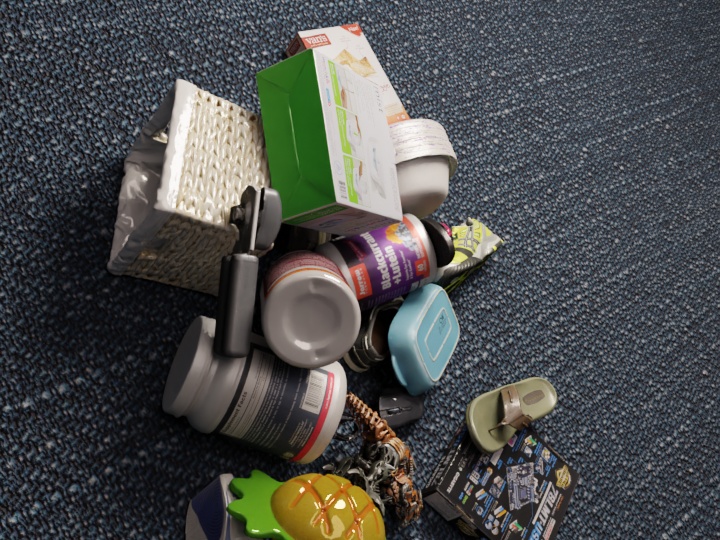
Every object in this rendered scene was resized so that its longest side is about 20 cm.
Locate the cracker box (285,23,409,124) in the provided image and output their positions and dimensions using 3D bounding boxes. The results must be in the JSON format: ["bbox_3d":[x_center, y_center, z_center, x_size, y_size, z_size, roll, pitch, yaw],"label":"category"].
[{"bbox_3d":[-0.021,-0.309,1.386,0.133,0.058,0.201,-21,78,-37],"label":"cracker box"}]

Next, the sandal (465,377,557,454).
[{"bbox_3d":[0.228,0.201,1.226,0.200,0.057,0.080,-23,78,-39],"label":"sandal"}]

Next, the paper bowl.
[{"bbox_3d":[0.052,-0.132,1.250,0.200,0.201,0.105,-10,72,-34],"label":"paper bowl"}]

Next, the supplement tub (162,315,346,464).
[{"bbox_3d":[-0.131,0.149,1.038,0.199,0.140,0.141,23,56,-20],"label":"supplement tub"}]

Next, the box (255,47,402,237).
[{"bbox_3d":[-0.035,-0.159,1.084,0.176,0.096,0.201,8,70,-60],"label":"box"}]

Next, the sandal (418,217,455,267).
[{"bbox_3d":[0.111,-0.043,1.247,0.045,0.200,0.076,-20,91,-10],"label":"sandal"}]

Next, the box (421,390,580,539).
[{"bbox_3d":[0.212,0.315,1.221,0.198,0.050,0.200,43,51,-6],"label":"box"}]

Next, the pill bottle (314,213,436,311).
[{"bbox_3d":[0.000,0.000,1.193,0.199,0.111,0.112,-22,78,-18],"label":"pill bottle"}]

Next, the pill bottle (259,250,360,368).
[{"bbox_3d":[-0.067,0.039,1.022,0.113,0.200,0.115,-1,101,-7],"label":"pill bottle"}]

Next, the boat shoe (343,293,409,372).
[{"bbox_3d":[0.051,0.070,1.236,0.072,0.068,0.200,44,50,-4],"label":"boat shoe"}]

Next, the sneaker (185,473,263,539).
[{"bbox_3d":[-0.130,0.350,0.985,0.115,0.080,0.200,21,38,-49],"label":"sneaker"}]

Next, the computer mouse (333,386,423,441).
[{"bbox_3d":[0.024,0.198,1.147,0.199,0.034,0.059,-6,85,-46],"label":"computer mouse"}]

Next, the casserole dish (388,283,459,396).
[{"bbox_3d":[0.099,0.096,1.221,0.122,0.039,0.200,67,31,-20],"label":"casserole dish"}]

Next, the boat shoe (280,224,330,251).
[{"bbox_3d":[-0.098,-0.119,1.235,0.073,0.074,0.201,-1,66,-32],"label":"boat shoe"}]

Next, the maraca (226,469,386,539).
[{"bbox_3d":[-0.061,0.291,0.974,0.199,0.107,0.137,20,16,-12],"label":"maraca"}]

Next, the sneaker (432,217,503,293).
[{"bbox_3d":[0.157,-0.025,1.344,0.076,0.075,0.200,46,34,8],"label":"sneaker"}]

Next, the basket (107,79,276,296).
[{"bbox_3d":[-0.213,-0.099,1.080,0.160,0.198,0.201,17,58,-28],"label":"basket"}]

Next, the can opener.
[{"bbox_3d":[-0.124,0.001,0.959,0.067,0.053,0.201,8,84,-31],"label":"can opener"}]

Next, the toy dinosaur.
[{"bbox_3d":[0.017,0.259,1.102,0.136,0.102,0.200,-36,90,-42],"label":"toy dinosaur"}]
